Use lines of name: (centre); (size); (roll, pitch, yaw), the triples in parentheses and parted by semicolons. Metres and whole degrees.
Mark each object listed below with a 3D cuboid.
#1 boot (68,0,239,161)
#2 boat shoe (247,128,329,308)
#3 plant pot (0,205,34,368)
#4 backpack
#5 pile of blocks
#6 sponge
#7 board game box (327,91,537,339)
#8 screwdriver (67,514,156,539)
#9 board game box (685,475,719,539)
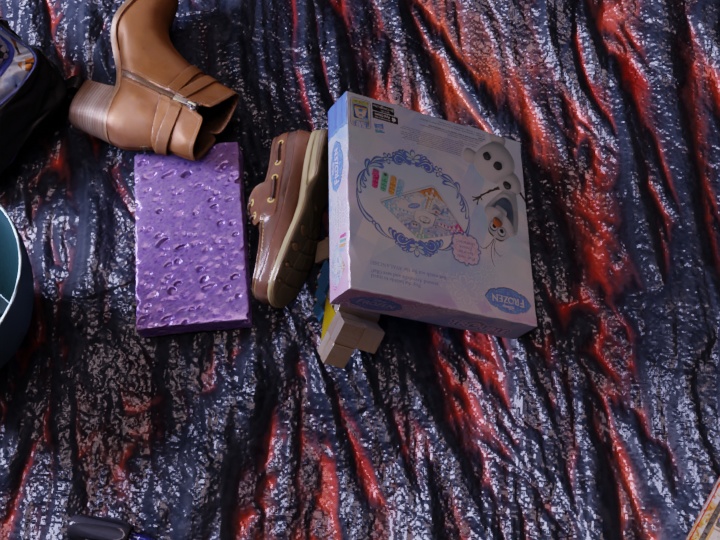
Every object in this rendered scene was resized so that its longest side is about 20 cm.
boot: (-0.195, -0.208, 1.215); (0.155, 0.077, 0.201); (17, 62, 20)
boat shoe: (-0.076, -0.053, 1.148); (0.067, 0.072, 0.201); (5, 60, 15)
plant pot: (-0.392, 0.035, 1.103); (0.199, 0.135, 0.201); (-3, 65, 6)
backpack: (-0.429, -0.194, 1.213); (0.190, 0.154, 0.200); (35, 76, 31)
pile of blocks: (0.000, 0.000, 1.125); (0.062, 0.082, 0.201); (18, 72, -28)
sponge: (-0.169, -0.032, 1.167); (0.111, 0.030, 0.201); (-7, 65, 2)
board game box: (0.066, -0.049, 1.085); (0.199, 0.043, 0.200); (13, 61, -26)
screwdriver: (-0.168, 0.250, 1.038); (0.199, 0.028, 0.029); (14, 98, 11)
board game box: (0.344, 0.250, 0.967); (0.151, 0.046, 0.200); (30, 72, 19)
